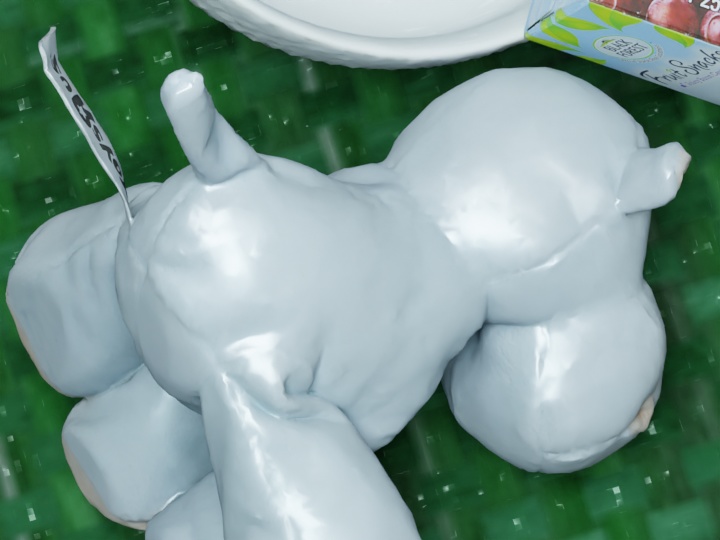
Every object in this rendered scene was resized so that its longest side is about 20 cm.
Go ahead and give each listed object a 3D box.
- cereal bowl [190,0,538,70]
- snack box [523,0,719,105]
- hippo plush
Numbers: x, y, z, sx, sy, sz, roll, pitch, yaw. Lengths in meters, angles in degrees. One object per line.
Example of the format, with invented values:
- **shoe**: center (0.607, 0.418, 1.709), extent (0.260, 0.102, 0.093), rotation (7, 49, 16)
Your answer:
- **cereal bowl**: center (0.001, -0.155, 0.877), extent (0.200, 0.083, 0.200), rotation (1, 85, -18)
- **snack box**: center (0.166, -0.118, 0.847), extent (0.200, 0.068, 0.169), rotation (19, 80, -13)
- **hippo plush**: center (0.000, 0.000, 0.844), extent (0.161, 0.159, 0.200), rotation (-25, 113, -26)
